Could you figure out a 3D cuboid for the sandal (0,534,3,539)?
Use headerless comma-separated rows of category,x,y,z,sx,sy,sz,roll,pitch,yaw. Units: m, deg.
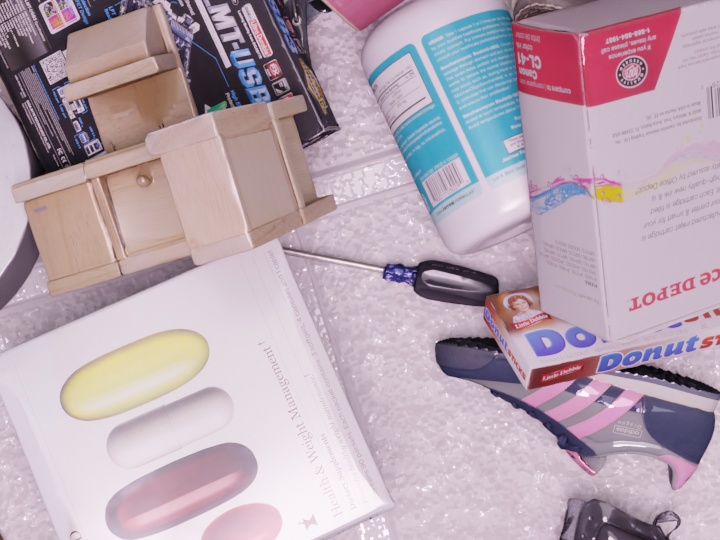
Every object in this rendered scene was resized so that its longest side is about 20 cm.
sandal,-0.273,0.212,1.062,0.082,0.055,0.200,-34,84,-6

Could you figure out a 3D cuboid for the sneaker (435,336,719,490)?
sneaker,0.143,0.098,1.085,0.199,0.070,0.082,13,97,8

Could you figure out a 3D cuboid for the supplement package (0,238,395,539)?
supplement package,-0.108,0.110,1.035,0.199,0.147,0.192,-24,83,-6

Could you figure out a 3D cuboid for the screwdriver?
screwdriver,0.000,0.000,1.113,0.199,0.028,0.029,7,53,-3

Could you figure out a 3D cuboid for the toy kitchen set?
toy kitchen set,-0.150,-0.078,0.970,0.199,0.180,0.164,-16,95,16

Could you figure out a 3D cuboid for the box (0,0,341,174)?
box,-0.143,-0.143,1.077,0.198,0.050,0.201,-26,91,15

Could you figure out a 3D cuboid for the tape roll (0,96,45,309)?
tape roll,-0.322,-0.050,1.096,0.199,0.066,0.201,0,81,-1

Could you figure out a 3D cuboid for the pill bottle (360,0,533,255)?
pill bottle,0.071,-0.120,1.093,0.110,0.111,0.201,-23,83,-5

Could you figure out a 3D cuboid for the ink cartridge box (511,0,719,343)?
ink cartridge box,0.185,-0.074,1.011,0.147,0.086,0.201,-16,112,-25

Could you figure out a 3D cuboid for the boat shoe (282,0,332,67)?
boat shoe,-0.045,-0.185,1.119,0.066,0.075,0.200,3,82,-3

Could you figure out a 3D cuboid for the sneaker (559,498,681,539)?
sneaker,0.129,0.213,1.064,0.199,0.075,0.114,-4,81,-8

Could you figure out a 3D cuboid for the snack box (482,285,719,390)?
snack box,0.187,0.031,1.073,0.199,0.024,0.072,-11,46,-19

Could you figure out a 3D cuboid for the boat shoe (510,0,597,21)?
boat shoe,0.185,-0.130,1.088,0.200,0.072,0.060,31,52,-20

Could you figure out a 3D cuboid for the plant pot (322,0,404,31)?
plant pot,0.013,-0.260,1.001,0.200,0.200,0.179,44,96,5
